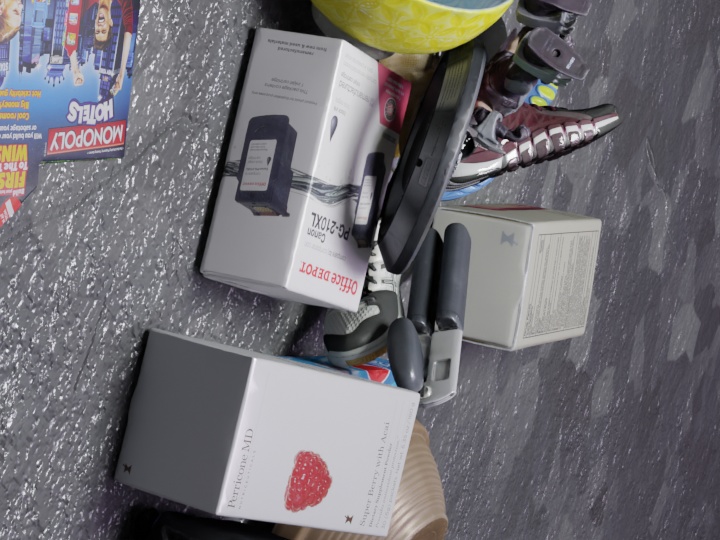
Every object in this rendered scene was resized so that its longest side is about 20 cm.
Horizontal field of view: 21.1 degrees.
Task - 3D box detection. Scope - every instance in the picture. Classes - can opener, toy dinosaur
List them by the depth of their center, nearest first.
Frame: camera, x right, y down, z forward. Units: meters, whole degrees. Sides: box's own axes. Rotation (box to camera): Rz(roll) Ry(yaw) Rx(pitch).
[{"bbox_3d":[0.059,0.030,1.647,0.067,0.053,0.201,62,27,-43],"label":"can opener"},{"bbox_3d":[0.050,-0.174,1.712,0.101,0.058,0.201,-15,115,-44],"label":"toy dinosaur"}]

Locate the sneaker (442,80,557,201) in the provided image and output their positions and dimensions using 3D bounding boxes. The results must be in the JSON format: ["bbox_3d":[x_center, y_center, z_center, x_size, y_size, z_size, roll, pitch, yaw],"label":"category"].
[{"bbox_3d":[0.114,-0.129,1.856,0.200,0.071,0.083,-46,-174,-29],"label":"sneaker"}]

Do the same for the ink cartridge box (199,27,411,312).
[{"bbox_3d":[-0.042,-0.076,1.555,0.145,0.084,0.201,20,83,-64],"label":"ink cartridge box"}]

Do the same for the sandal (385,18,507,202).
[{"bbox_3d":[0.088,-0.130,1.690,0.075,0.045,0.201,32,81,-46],"label":"sandal"}]

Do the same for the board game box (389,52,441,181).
[{"bbox_3d":[0.048,-0.172,1.771,0.201,0.023,0.105,-68,154,-21],"label":"board game box"}]

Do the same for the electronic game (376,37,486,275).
[{"bbox_3d":[0.059,-0.092,1.562,0.200,0.041,0.201,-160,-90,-86],"label":"electronic game"}]

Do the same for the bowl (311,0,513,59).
[{"bbox_3d":[0.019,-0.234,1.546,0.200,0.200,0.108,-40,166,-52],"label":"bowl"}]

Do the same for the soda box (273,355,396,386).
[{"bbox_3d":[-0.018,0.113,1.706,0.200,0.064,0.068,5,96,-65],"label":"soda box"}]

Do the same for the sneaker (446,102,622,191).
[{"bbox_3d":[0.144,-0.154,1.786,0.199,0.076,0.116,-18,85,-23],"label":"sneaker"}]

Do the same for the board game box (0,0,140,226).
[{"bbox_3d":[-0.220,-0.120,1.204,0.200,0.061,0.201,-9,109,-63],"label":"board game box"}]

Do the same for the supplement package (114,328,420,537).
[{"bbox_3d":[-0.069,0.128,1.492,0.199,0.119,0.122,15,88,-49],"label":"supplement package"}]

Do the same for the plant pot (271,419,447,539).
[{"bbox_3d":[0.011,0.229,1.703,0.201,0.093,0.201,-41,153,-26],"label":"plant pot"}]

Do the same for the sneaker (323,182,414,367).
[{"bbox_3d":[0.000,0.000,1.686,0.200,0.075,0.088,-73,147,-51],"label":"sneaker"}]

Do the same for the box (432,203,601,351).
[{"bbox_3d":[0.154,0.003,1.957,0.200,0.108,0.129,-4,104,-63],"label":"box"}]

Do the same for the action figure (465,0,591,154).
[{"bbox_3d":[0.134,-0.163,1.585,0.200,0.069,0.131,127,-17,-73],"label":"action figure"}]

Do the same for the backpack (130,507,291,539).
[{"bbox_3d":[-0.113,0.300,1.513,0.182,0.134,0.201,26,80,-63],"label":"backpack"}]
